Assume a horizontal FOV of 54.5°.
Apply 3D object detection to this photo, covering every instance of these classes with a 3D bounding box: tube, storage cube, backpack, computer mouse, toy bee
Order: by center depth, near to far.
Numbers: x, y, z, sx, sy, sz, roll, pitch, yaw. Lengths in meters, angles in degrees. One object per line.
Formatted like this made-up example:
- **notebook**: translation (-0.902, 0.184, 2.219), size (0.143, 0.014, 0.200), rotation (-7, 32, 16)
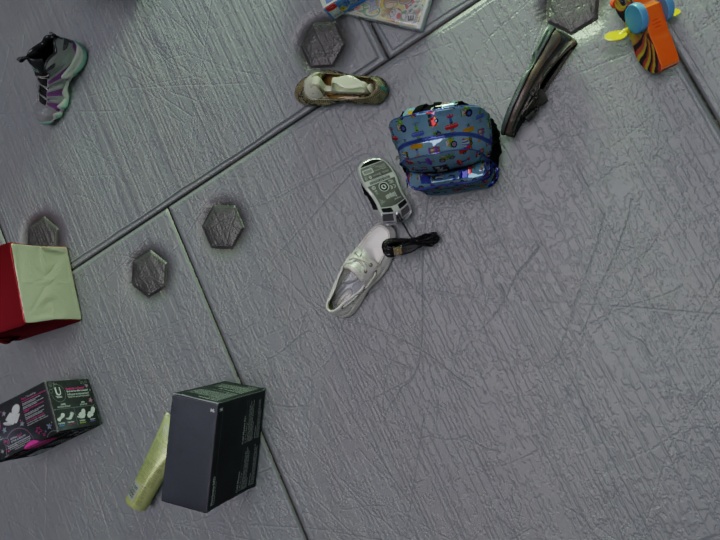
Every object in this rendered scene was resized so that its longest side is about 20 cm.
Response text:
- **toy bee**: translation (0.462, -0.427, 1.148), size (0.129, 0.109, 0.204), rotation (-2, 102, -11)
- **backpack**: translation (0.142, -0.210, 1.191), size (0.180, 0.200, 0.137), rotation (-5, 87, 18)
- **computer mouse**: translation (0.057, -0.118, 1.294), size (0.108, 0.044, 0.202), rotation (-21, 72, -16)
- **tube**: translation (-0.422, 0.403, 1.461), size (0.057, 0.052, 0.202), rotation (26, 95, -24)
- **storage cube**: translation (-0.746, 0.048, 1.517), size (0.177, 0.171, 0.203), rotation (-15, 83, 18)

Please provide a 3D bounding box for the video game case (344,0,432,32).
- **video game case**: translation (0.063, -0.569, 1.322), size (0.180, 0.023, 0.203), rotation (19, 95, 19)

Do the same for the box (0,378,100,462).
- **box**: translation (-0.691, 0.321, 1.511), size (0.198, 0.132, 0.116), rotation (-25, 77, 17)

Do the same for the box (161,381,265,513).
- **box**: translation (-0.277, 0.328, 1.336), size (0.102, 0.182, 0.204), rotation (6, 90, 19)

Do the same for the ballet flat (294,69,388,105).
- **ballet flat**: translation (-0.047, -0.350, 1.328), size (0.197, 0.075, 0.069), rotation (6, 92, 20)

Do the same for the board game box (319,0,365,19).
- **board game box**: translation (-0.011, -0.612, 1.309), size (0.194, 0.056, 0.203), rotation (-23, 81, 17)

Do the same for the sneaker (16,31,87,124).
- **sneaker**: translation (-0.696, -0.425, 1.526), size (0.077, 0.140, 0.202), rotation (27, 97, 18)

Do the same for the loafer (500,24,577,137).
- **loafer**: translation (0.307, -0.320, 1.206), size (0.062, 0.072, 0.202), rotation (25, 95, 12)

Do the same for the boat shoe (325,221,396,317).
- **boat shoe**: translation (0.000, 0.000, 1.305), size (0.070, 0.069, 0.202), rotation (32, 98, 21)
